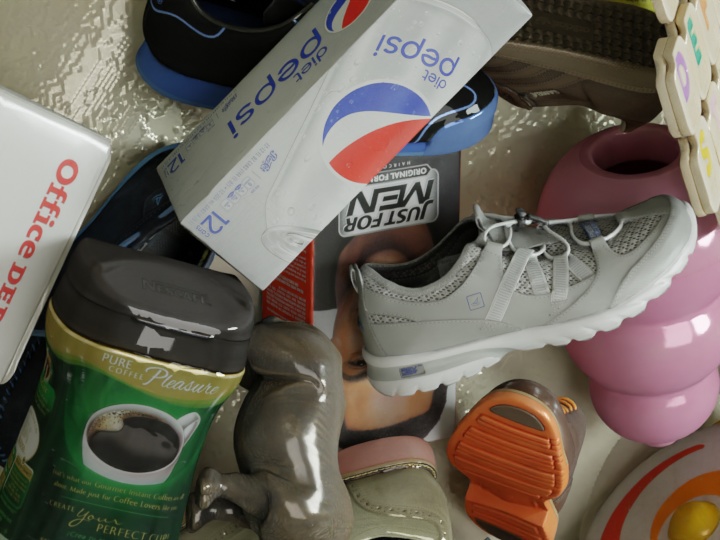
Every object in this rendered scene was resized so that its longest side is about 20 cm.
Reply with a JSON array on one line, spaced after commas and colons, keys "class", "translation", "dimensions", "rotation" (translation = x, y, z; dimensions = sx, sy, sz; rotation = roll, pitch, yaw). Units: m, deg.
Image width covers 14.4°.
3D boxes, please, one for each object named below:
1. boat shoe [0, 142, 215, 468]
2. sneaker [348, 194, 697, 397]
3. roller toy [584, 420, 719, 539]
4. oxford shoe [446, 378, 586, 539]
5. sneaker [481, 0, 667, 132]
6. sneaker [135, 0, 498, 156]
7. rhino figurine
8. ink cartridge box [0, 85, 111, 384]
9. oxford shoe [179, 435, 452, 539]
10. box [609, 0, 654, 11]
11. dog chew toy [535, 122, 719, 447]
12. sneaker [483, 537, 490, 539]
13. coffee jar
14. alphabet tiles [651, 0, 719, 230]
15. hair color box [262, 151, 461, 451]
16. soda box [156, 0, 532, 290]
[{"class": "boat shoe", "translation": [-0.136, 0.020, 1.506], "dimensions": [0.084, 0.069, 0.201], "rotation": [31, 87, -36]}, {"class": "sneaker", "translation": [0.088, -0.002, 1.544], "dimensions": [0.199, 0.075, 0.082], "rotation": [-23, 110, -6]}, {"class": "roller toy", "translation": [0.231, 0.187, 1.729], "dimensions": [0.200, 0.182, 0.140], "rotation": [-47, 123, -12]}, {"class": "oxford shoe", "translation": [0.095, 0.095, 1.643], "dimensions": [0.200, 0.071, 0.073], "rotation": [90, 24, -67]}, {"class": "sneaker", "translation": [0.077, -0.122, 1.575], "dimensions": [0.199, 0.076, 0.071], "rotation": [18, 51, -1]}, {"class": "sneaker", "translation": [-0.016, -0.117, 1.498], "dimensions": [0.199, 0.070, 0.078], "rotation": [9, 135, -14]}, {"class": "rhino figurine", "translation": [-0.047, 0.120, 1.519], "dimensions": [0.087, 0.060, 0.201], "rotation": [-1, 82, -13]}, {"class": "ink cartridge box", "translation": [-0.245, -0.043, 1.405], "dimensions": [0.200, 0.084, 0.146], "rotation": [26, 90, -37]}, {"class": "oxford shoe", "translation": [-0.045, 0.158, 1.569], "dimensions": [0.199, 0.074, 0.071], "rotation": [-24, 149, 5]}, {"class": "box", "translation": [0.153, -0.201, 1.641], "dimensions": [0.117, 0.048, 0.201], "rotation": [-5, 110, -32]}, {"class": "dog chew toy", "translation": [0.169, 0.016, 1.678], "dimensions": [0.124, 0.124, 0.201], "rotation": [-25, 124, -25]}, {"class": "sneaker", "translation": [0.048, 0.198, 1.645], "dimensions": [0.082, 0.200, 0.070], "rotation": [-21, 74, 0]}, {"class": "coffee jar", "translation": [-0.127, 0.087, 1.447], "dimensions": [0.104, 0.085, 0.201], "rotation": [15, 105, -20]}, {"class": "alphabet tiles", "translation": [0.193, -0.118, 1.576], "dimensions": [0.200, 0.015, 0.196], "rotation": [-65, 141, -55]}, {"class": "hair color box", "translation": [0.000, 0.000, 1.593], "dimensions": [0.101, 0.061, 0.201], "rotation": [-11, 112, -30]}, {"class": "soda box", "translation": [-0.010, -0.089, 1.443], "dimensions": [0.200, 0.068, 0.063], "rotation": [-45, 119, 9]}]
